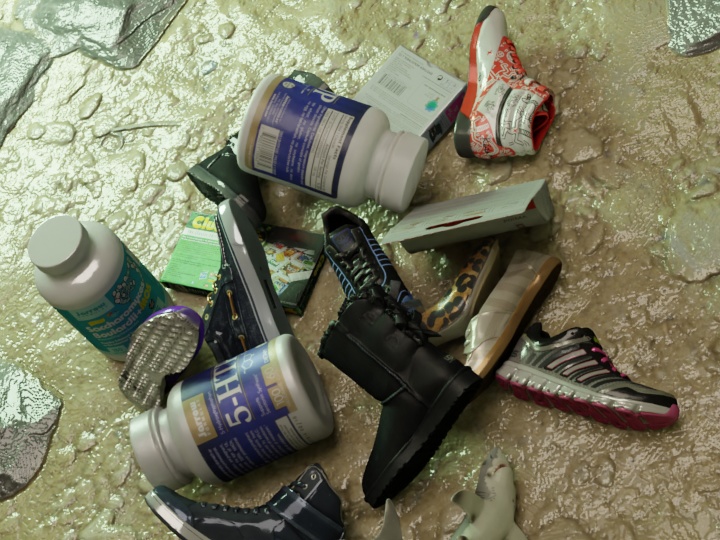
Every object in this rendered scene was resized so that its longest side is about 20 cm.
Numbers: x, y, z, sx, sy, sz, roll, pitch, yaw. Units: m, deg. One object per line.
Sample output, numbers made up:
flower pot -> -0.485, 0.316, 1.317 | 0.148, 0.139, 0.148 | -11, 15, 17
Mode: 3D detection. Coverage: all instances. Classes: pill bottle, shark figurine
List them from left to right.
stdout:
pill bottle -> -0.307, 0.016, 1.686 | 0.110, 0.200, 0.111 | -11, 57, 17
pill bottle -> -0.141, 0.162, 1.567 | 0.199, 0.120, 0.120 | -25, 54, 7
pill bottle -> -0.030, -0.140, 1.655 | 0.199, 0.120, 0.120 | 20, 68, 9
shark figurine -> 0.084, 0.271, 1.426 | 0.089, 0.214, 0.129 | -36, 77, 47

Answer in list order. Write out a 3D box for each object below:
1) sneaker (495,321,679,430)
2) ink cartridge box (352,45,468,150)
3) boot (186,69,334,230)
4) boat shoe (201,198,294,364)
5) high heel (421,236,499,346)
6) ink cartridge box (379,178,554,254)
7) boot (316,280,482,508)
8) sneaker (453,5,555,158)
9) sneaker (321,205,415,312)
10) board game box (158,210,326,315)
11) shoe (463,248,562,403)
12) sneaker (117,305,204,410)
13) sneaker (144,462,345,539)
sneaker -> 0.237, 0.102, 1.477 | 0.199, 0.074, 0.088 | 13, 72, 35
ink cartridge box -> 0.030, -0.170, 1.753 | 0.200, 0.042, 0.119 | -48, 54, -9
boot -> -0.102, -0.153, 1.772 | 0.200, 0.066, 0.165 | -41, 41, -10
boat shoe -> -0.149, 0.024, 1.659 | 0.090, 0.071, 0.201 | -23, 80, 13
high heel -> 0.067, 0.040, 1.591 | 0.142, 0.071, 0.201 | 14, 72, 28
ink cartridge box -> 0.120, -0.047, 1.560 | 0.161, 0.050, 0.200 | -12, 12, 16
boot -> 0.020, 0.124, 1.503 | 0.162, 0.073, 0.199 | 41, 112, 20
sneaker -> 0.181, -0.222, 1.707 | 0.107, 0.067, 0.203 | 2, 65, 23
sneaker -> 0.000, 0.000, 1.606 | 0.070, 0.078, 0.200 | -37, 33, 4
board game box -> -0.139, -0.011, 1.741 | 0.199, 0.023, 0.105 | 11, 66, 28
shoe -> 0.146, 0.058, 1.544 | 0.053, 0.070, 0.200 | 29, 65, 15
sneaker -> -0.213, 0.075, 1.635 | 0.069, 0.200, 0.100 | 36, 53, -3
sneaker -> -0.111, 0.246, 1.509 | 0.202, 0.077, 0.147 | 32, 81, 7
